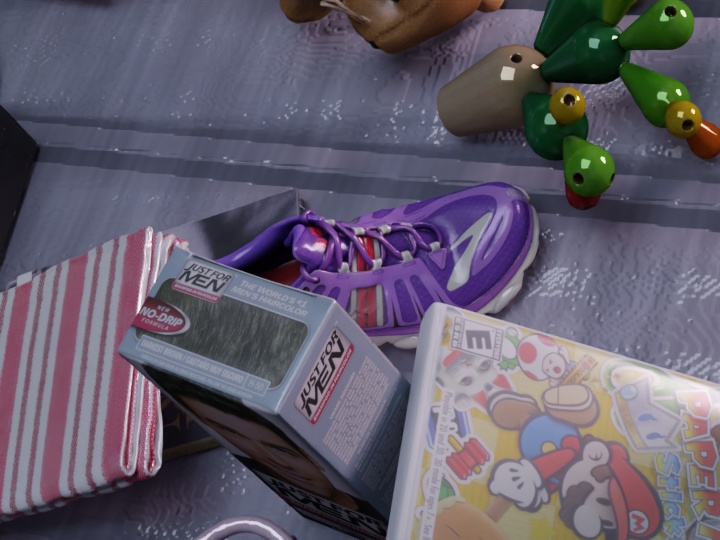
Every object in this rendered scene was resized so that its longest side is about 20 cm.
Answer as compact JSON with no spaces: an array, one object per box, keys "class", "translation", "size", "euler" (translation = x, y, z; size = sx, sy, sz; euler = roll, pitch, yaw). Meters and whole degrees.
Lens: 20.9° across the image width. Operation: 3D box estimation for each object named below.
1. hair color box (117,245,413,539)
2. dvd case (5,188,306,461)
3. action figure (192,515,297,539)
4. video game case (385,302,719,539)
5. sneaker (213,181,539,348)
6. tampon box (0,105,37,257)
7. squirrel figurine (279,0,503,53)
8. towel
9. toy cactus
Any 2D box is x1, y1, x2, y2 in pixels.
[{"class":"hair color box","translation":[-0.021,0.072,0.940],"size":[0.099,0.200,0.061],"euler":[17,70,34]},{"class":"dvd case","translation":[-0.120,0.043,1.128],"size":[0.199,0.016,0.150],"euler":[-17,55,18]},{"class":"action figure","translation":[0.020,0.190,0.890],"size":[0.134,0.149,0.200],"euler":[-42,37,-10]},{"class":"video game case","translation":[0.101,0.126,0.882],"size":[0.181,0.023,0.201],"euler":[16,57,-9]},{"class":"sneaker","translation":[0.000,0.000,1.043],"size":[0.199,0.084,0.081],"euler":[-20,56,2]},{"class":"tampon box","translation":[-0.333,-0.047,1.222],"size":[0.199,0.126,0.151],"euler":[-1,61,27]},{"class":"squirrel figurine","translation":[0.015,-0.229,1.152],"size":[0.200,0.142,0.186],"euler":[-49,58,-2]},{"class":"towel","translation":[-0.173,0.069,1.093],"size":[0.199,0.030,0.147],"euler":[-21,54,41]},{"class":"toy cactus","translation":[0.119,-0.111,1.068],"size":[0.164,0.102,0.201],"euler":[-19,54,39]}]
